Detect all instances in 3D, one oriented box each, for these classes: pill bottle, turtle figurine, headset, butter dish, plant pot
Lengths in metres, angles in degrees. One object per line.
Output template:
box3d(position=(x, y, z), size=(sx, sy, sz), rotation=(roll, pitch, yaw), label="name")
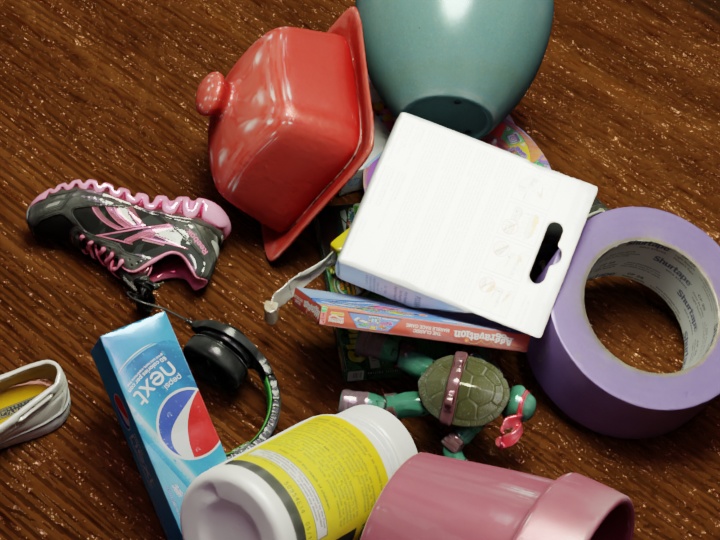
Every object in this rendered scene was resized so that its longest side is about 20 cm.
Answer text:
box3d(position=(-0.044, 0.185, 1.365), size=(0.114, 0.115, 0.199), rotation=(38, 34, 22), label="pill bottle")
box3d(position=(0.086, 0.114, 1.497), size=(0.198, 0.101, 0.151), rotation=(14, 56, 9), label="turtle figurine")
box3d(position=(-0.156, 0.093, 1.521), size=(0.123, 0.094, 0.201), rotation=(-27, 75, -19), label="headset")
box3d(position=(-0.090, -0.148, 1.599), size=(0.147, 0.200, 0.201), rotation=(18, 46, -30), label="butter dish")
box3d(position=(0.102, 0.241, 1.351), size=(0.178, 0.201, 0.200), rotation=(22, 52, 25), label="plant pot")
box3d(position=(0.088, -0.205, 1.627), size=(0.198, 0.201, 0.136), rotation=(6, 64, -1), label="plant pot")

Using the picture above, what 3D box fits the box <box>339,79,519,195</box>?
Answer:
box3d(position=(0.047, -0.168, 1.748), size=(0.198, 0.041, 0.157), rotation=(-13, 56, -14), label="box")

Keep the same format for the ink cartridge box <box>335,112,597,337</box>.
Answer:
box3d(position=(0.096, -0.036, 1.530), size=(0.198, 0.057, 0.164), rotation=(22, 72, 4), label="ink cartridge box")

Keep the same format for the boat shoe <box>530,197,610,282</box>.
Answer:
box3d(position=(0.174, -0.019, 1.628), size=(0.064, 0.071, 0.200), rotation=(37, 56, 23), label="boat shoe")

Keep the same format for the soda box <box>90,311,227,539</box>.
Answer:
box3d(position=(-0.161, 0.143, 1.421), size=(0.064, 0.068, 0.202), rotation=(-22, 84, -21), label="soda box")

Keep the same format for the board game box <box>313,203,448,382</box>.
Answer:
box3d(position=(0.018, 0.017, 1.614), size=(0.104, 0.024, 0.201), rotation=(-3, 52, -11), label="board game box")

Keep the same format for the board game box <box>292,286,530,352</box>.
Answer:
box3d(position=(0.045, 0.045, 1.515), size=(0.198, 0.103, 0.020), rotation=(9, 95, -17), label="board game box")

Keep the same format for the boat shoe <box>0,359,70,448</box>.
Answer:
box3d(position=(-0.347, 0.134, 1.455), size=(0.198, 0.070, 0.071), rotation=(-22, 58, -21), label="boat shoe")

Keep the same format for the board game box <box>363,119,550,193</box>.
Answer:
box3d(position=(0.101, -0.096, 1.658), size=(0.158, 0.039, 0.200), rotation=(43, 63, 15), label="board game box")

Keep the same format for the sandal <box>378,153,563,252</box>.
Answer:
box3d(position=(0.107, -0.074, 1.587), size=(0.199, 0.048, 0.075), rotation=(24, 42, 12), label="sandal")

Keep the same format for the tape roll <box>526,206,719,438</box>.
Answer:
box3d(position=(0.256, 0.049, 1.546), size=(0.198, 0.085, 0.202), rotation=(5, 66, -10), label="tape roll")

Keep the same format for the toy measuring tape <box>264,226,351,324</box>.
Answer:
box3d(position=(0.000, 0.000, 1.572), size=(0.073, 0.074, 0.200), rotation=(40, 63, 23), label="toy measuring tape")

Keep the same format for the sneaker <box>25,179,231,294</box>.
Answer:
box3d(position=(-0.227, -0.026, 1.597), size=(0.198, 0.079, 0.096), rotation=(6, 63, 1), label="sneaker")
